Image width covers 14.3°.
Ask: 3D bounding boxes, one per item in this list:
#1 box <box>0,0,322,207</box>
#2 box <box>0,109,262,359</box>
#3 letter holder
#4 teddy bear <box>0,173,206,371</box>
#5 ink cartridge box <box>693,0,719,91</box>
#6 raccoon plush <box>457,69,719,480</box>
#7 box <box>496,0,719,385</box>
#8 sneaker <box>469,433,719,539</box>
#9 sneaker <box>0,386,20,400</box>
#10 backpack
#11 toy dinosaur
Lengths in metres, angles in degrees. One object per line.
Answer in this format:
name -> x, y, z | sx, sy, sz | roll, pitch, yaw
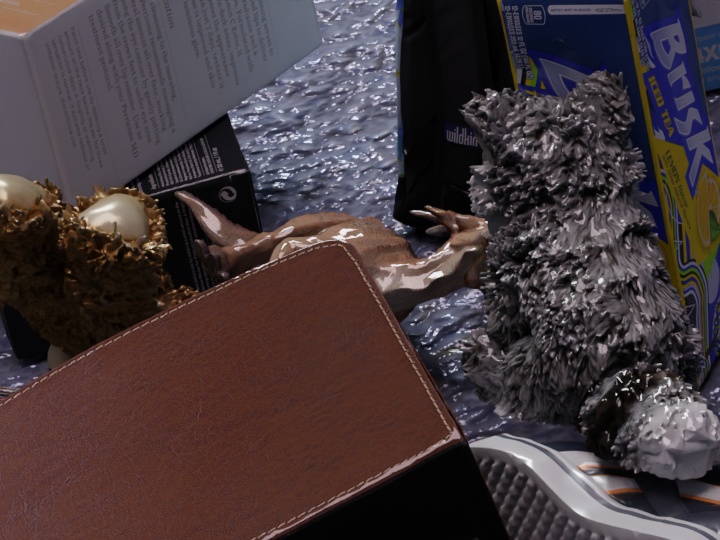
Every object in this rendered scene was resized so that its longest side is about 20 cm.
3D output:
box -> -0.145, -0.130, 1.486 | 0.152, 0.107, 0.200 | 13, 39, 38
box -> -0.135, -0.048, 1.523 | 0.140, 0.079, 0.200 | -12, 29, -5
letter holder -> -0.059, 0.097, 1.154 | 0.199, 0.101, 0.142 | -28, 46, -3
teddy bear -> -0.128, 0.013, 1.320 | 0.144, 0.200, 0.067 | 14, 70, -7
ink cartridge box -> 0.130, -0.205, 1.555 | 0.124, 0.201, 0.129 | -10, 30, 7
raccoon plush -> 0.108, -0.006, 1.178 | 0.096, 0.135, 0.200 | -11, 15, -26
box -> 0.120, -0.049, 1.292 | 0.064, 0.201, 0.070 | 2, 32, 28
sneaker -> 0.114, 0.111, 1.149 | 0.079, 0.079, 0.200 | -13, 18, -29
sneaker -> -0.185, 0.078, 1.331 | 0.199, 0.075, 0.081 | -4, 30, 15
backpack -> 0.091, -0.127, 1.438 | 0.162, 0.201, 0.154 | 5, 35, 31
toy dinosaur -> 0.000, 0.000, 1.376 | 0.135, 0.086, 0.200 | -31, 33, -27
